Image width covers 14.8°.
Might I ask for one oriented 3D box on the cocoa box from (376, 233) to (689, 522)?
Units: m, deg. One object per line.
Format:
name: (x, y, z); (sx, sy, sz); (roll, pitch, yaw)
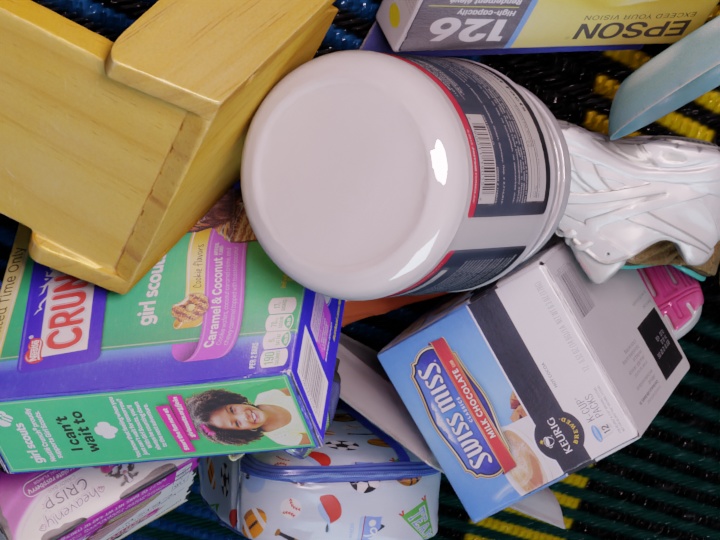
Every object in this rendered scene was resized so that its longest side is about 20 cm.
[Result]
cocoa box: (0.118, 0.061, 1.847); (0.131, 0.134, 0.200); (-29, -178, 20)

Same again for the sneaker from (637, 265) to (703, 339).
sneaker: (0.156, 0.046, 1.999); (0.200, 0.082, 0.088); (-18, 157, 20)

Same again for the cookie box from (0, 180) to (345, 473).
cookie box: (-0.117, 0.032, 1.674); (0.200, 0.171, 0.075); (-7, 134, 15)

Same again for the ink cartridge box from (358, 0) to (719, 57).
ink cartridge box: (0.118, -0.168, 1.612); (0.197, 0.047, 0.200); (-4, 148, -21)

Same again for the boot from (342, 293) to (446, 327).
boot: (0.000, 0.000, 1.845); (0.200, 0.075, 0.107); (-9, 160, -2)

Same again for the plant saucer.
plant saucer: (0.229, -0.140, 1.661); (0.200, 0.027, 0.200); (-30, 176, -2)

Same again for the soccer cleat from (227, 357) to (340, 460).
soccer cleat: (-0.092, 0.082, 1.852); (0.065, 0.084, 0.200); (25, 169, -39)

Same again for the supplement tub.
supplement tub: (0.031, -0.056, 1.622); (0.140, 0.141, 0.200); (-28, 170, 23)

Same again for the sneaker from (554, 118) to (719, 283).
sneaker: (0.138, -0.043, 1.745); (0.200, 0.100, 0.078); (9, -174, -1)

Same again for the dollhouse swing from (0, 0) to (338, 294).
dollhouse swing: (-0.147, -0.117, 1.584); (0.182, 0.176, 0.200); (-48, 173, -36)

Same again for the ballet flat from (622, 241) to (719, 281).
ballet flat: (0.207, -0.036, 1.870); (0.072, 0.068, 0.200); (-60, 153, 12)

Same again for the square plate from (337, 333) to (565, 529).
square plate: (0.038, 0.098, 1.938); (0.028, 0.198, 0.200); (-56, 143, 4)

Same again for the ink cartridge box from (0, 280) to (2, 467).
ink cartridge box: (-0.266, 0.095, 1.835); (0.200, 0.119, 0.042); (-39, -173, 36)

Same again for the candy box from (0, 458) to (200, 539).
candy box: (-0.178, 0.145, 1.813); (0.136, 0.061, 0.200); (-30, 173, -11)

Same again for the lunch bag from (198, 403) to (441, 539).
lunch bag: (-0.028, 0.143, 1.987); (0.160, 0.076, 0.200); (-3, -168, -16)
